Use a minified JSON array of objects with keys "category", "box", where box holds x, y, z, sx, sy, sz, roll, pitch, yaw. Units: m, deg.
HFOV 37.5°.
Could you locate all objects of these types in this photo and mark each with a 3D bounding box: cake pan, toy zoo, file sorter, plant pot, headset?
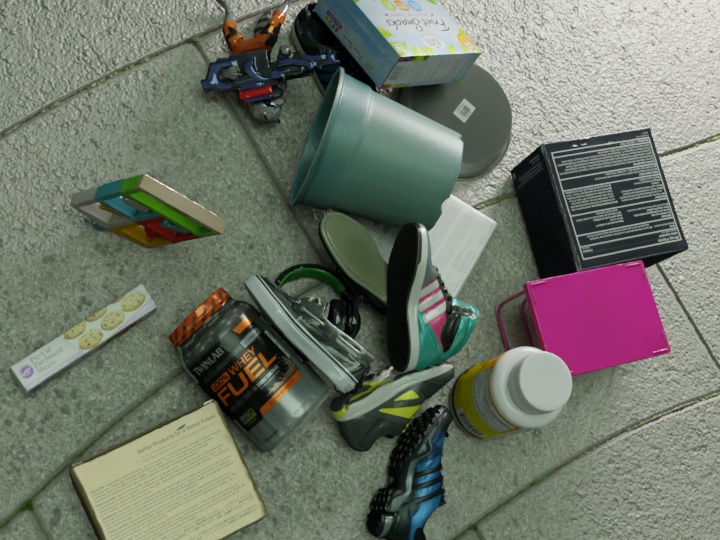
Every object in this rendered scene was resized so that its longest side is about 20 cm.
[{"category":"cake pan","box":[0.149,-0.240,1.630,0.199,0.037,0.202,5,74,-18]},{"category":"toy zoo","box":[-0.281,-0.071,1.357,0.131,0.199,0.021,31,65,-37]},{"category":"file sorter","box":[0.318,0.084,1.551,0.199,0.125,0.140,-10,78,-22]},{"category":"plant pot","box":[0.026,-0.153,1.469,0.195,0.200,0.201,18,70,-10]},{"category":"headset","box":[-0.046,0.074,1.441,0.123,0.094,0.201,-17,68,-28]}]

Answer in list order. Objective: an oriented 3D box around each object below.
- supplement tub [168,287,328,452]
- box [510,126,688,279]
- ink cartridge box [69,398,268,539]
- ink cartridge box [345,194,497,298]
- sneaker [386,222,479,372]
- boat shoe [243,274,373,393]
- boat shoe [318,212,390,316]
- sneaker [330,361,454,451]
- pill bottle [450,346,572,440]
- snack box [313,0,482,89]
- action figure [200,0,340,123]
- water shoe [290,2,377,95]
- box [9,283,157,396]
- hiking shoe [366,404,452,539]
[{"category":"supplement tub","box":[-0.147,0.126,1.380,0.200,0.122,0.123,46,66,-2]},{"category":"box","box":[0.359,-0.093,1.615,0.199,0.123,0.200,-10,77,-20]},{"category":"ink cartridge box","box":[-0.241,0.280,1.330,0.199,0.075,0.166,-23,82,-22]},{"category":"ink cartridge box","box":[0.080,-0.052,1.558,0.199,0.050,0.161,31,67,6]},{"category":"sneaker","box":[0.105,0.037,1.451,0.120,0.083,0.202,1,95,-32]},{"category":"boat shoe","box":[-0.065,0.069,1.373,0.200,0.072,0.071,44,81,9]},{"category":"boat shoe","box":[0.001,-0.002,1.476,0.199,0.066,0.075,39,59,-27]},{"category":"sneaker","box":[0.048,0.183,1.470,0.199,0.074,0.085,-21,106,-26]},{"category":"pill bottle","box":[0.206,0.167,1.448,0.109,0.200,0.110,5,74,-18]},{"category":"snack box","box":[0.057,-0.348,1.545,0.199,0.068,0.169,-15,61,-46]},{"category":"action figure","box":[-0.123,-0.303,1.522,0.198,0.105,0.195,-2,80,6]},{"category":"water shoe","box":[-0.031,-0.301,1.562,0.071,0.079,0.200,-40,90,-23]},{"category":"box","box":[-0.353,0.088,1.365,0.200,0.039,0.042,-34,87,-24]},{"category":"hiking shoe","box":[0.083,0.282,1.451,0.086,0.074,0.201,31,77,-16]}]
